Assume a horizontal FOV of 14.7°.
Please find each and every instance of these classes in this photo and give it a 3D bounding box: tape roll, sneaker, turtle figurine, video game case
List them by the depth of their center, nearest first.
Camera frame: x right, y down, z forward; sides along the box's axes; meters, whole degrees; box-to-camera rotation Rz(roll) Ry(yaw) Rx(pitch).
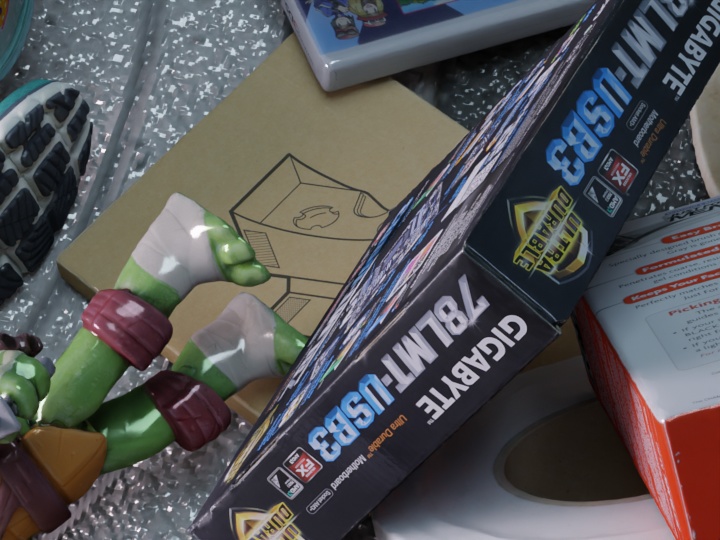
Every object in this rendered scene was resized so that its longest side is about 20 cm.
[{"bbox_3d":[0.107,0.092,1.006,0.201,0.071,0.203,-12,17,4],"label":"tape roll"},{"bbox_3d":[-0.092,0.080,1.040,0.194,0.200,0.144,-45,103,-13],"label":"turtle figurine"},{"bbox_3d":[-0.193,-0.015,1.150,0.079,0.078,0.200,34,66,30],"label":"sneaker"},{"bbox_3d":[0.043,-0.178,1.250,0.199,0.023,0.183,-16,59,-16],"label":"video game case"}]

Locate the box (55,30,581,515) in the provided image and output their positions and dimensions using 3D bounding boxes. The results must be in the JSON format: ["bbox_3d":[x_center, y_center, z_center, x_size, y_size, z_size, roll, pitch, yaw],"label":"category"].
[{"bbox_3d":[0.000,0.000,1.159,0.200,0.021,0.163,35,66,22],"label":"box"}]

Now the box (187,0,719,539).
[{"bbox_3d":[0.038,-0.002,0.997,0.050,0.199,0.200,38,45,-4],"label":"box"}]

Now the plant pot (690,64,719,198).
[{"bbox_3d":[0.246,-0.112,1.132,0.182,0.201,0.202,4,59,-9],"label":"plant pot"}]

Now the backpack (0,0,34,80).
[{"bbox_3d":[-0.234,-0.132,1.172,0.199,0.153,0.177,-13,61,6],"label":"backpack"}]

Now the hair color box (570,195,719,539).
[{"bbox_3d":[0.140,0.029,0.952,0.110,0.064,0.200,-16,19,-1],"label":"hair color box"}]
